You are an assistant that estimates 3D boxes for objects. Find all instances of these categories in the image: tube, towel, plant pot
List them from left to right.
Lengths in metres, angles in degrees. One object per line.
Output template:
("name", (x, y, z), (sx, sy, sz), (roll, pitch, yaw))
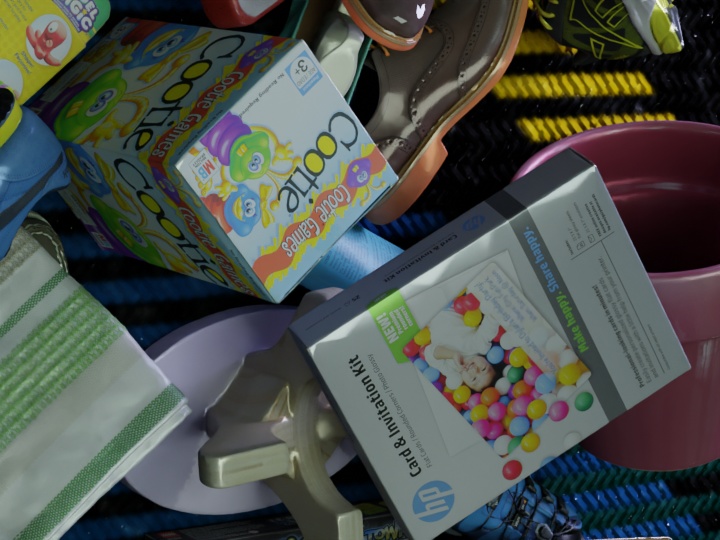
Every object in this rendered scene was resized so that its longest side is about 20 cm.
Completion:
("towel", (-0.212, 0.056, 1.295), (0.200, 0.031, 0.149), (45, 73, 3))
("tube", (0.000, 0.000, 1.469), (0.200, 0.050, 0.078), (29, 48, -34))
("plant pot", (0.195, 0.024, 1.536), (0.200, 0.200, 0.179), (-25, 128, -28))

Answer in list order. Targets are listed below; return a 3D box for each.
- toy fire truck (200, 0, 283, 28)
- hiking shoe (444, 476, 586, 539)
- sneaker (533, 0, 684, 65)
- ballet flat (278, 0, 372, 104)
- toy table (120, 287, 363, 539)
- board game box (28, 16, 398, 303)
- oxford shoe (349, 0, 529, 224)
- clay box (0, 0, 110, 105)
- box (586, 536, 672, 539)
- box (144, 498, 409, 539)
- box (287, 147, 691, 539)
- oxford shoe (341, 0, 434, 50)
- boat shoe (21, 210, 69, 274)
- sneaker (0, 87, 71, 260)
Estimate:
("toy fire truck", (-0.072, -0.254, 1.351), (0.168, 0.112, 0.200), (-42, 122, -42))
("hiking shoe", (0.104, 0.155, 1.505), (0.075, 0.087, 0.200), (-65, 154, -10))
("sneaker", (0.144, -0.181, 1.481), (0.200, 0.084, 0.075), (43, 32, -55))
("ballet flat", (-0.009, -0.157, 1.423), (0.067, 0.070, 0.200), (25, 84, -34))
("toy table", (-0.043, 0.096, 1.420), (0.200, 0.117, 0.184), (-24, 111, -30))
("board game box", (-0.092, -0.067, 1.305), (0.105, 0.200, 0.103), (-46, 120, -19))
("oxford shoe", (0.040, -0.130, 1.464), (0.073, 0.071, 0.200), (36, 76, -25))
("clay box", (-0.242, -0.123, 1.285), (0.200, 0.048, 0.115), (-45, 122, -19))
("box", (0.094, 0.241, 1.521), (0.163, 0.021, 0.200), (2, 139, -34))
("box", (-0.044, 0.212, 1.490), (0.200, 0.035, 0.110), (-5, 102, -33))
("box", (0.078, 0.045, 1.367), (0.200, 0.041, 0.156), (-31, 117, -7))
("oxford shoe", (0.027, -0.222, 1.380), (0.071, 0.073, 0.200), (20, 54, -26))
("boat shoe", (-0.194, 0.067, 1.345), (0.072, 0.060, 0.202), (3, 97, -34))
("sneaker", (-0.234, -0.006, 1.250), (0.200, 0.066, 0.079), (-47, 126, -17))
